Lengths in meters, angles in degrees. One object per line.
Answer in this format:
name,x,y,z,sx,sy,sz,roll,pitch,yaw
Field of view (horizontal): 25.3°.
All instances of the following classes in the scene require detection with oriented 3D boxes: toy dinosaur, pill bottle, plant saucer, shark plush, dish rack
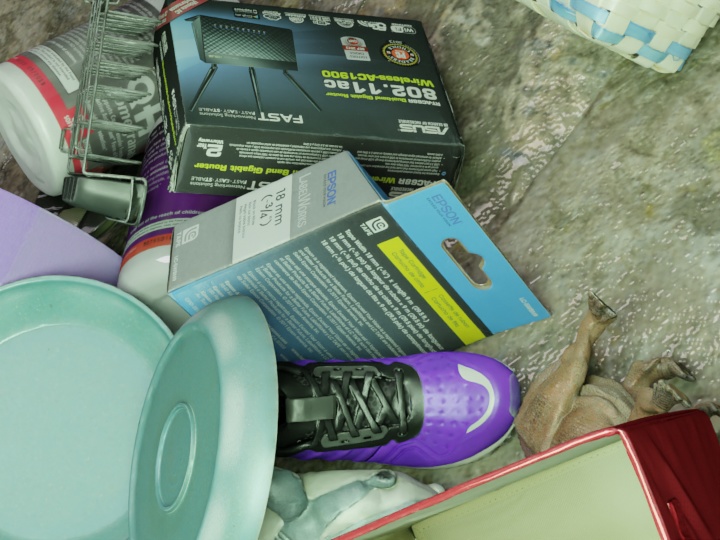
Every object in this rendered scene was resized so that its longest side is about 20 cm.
toy dinosaur,0.126,0.101,0.887,0.136,0.086,0.200,-49,32,11
pill bottle,-0.108,-0.046,1.168,0.112,0.112,0.200,-17,48,28
plant saucer,-0.204,0.103,1.064,0.199,0.036,0.201,-1,72,3
pill bottle,-0.182,-0.149,1.262,0.200,0.111,0.111,-31,36,-23
shark plush,0.009,0.161,0.942,0.199,0.091,0.084,0,76,2
dish rack,-0.173,-0.135,1.123,0.153,0.054,0.201,-167,85,-74
plant saucer,-0.099,0.111,0.939,0.200,0.027,0.201,-42,42,54

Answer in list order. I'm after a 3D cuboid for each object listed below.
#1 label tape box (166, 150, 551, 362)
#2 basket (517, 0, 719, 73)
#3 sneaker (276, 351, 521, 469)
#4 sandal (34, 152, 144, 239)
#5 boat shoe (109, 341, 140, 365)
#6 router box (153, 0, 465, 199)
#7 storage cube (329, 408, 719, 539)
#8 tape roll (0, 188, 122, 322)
label tape box,0.000,0.000,1.020,0.200,0.144,0.063,-22,43,23
basket,0.189,-0.249,1.062,0.176,0.139,0.200,46,120,49
sneaker,-0.006,0.086,0.964,0.200,0.099,0.070,-7,80,26
sandal,-0.195,-0.078,1.312,0.080,0.057,0.201,8,43,21
boat shoe,-0.198,0.126,1.131,0.200,0.075,0.062,-45,42,9
router box,-0.040,-0.118,1.123,0.150,0.199,0.062,-105,23,-44
storage cube,0.095,0.174,0.728,0.200,0.180,0.171,-25,79,20
tape roll,-0.266,-0.006,1.185,0.200,0.200,0.066,10,70,43
